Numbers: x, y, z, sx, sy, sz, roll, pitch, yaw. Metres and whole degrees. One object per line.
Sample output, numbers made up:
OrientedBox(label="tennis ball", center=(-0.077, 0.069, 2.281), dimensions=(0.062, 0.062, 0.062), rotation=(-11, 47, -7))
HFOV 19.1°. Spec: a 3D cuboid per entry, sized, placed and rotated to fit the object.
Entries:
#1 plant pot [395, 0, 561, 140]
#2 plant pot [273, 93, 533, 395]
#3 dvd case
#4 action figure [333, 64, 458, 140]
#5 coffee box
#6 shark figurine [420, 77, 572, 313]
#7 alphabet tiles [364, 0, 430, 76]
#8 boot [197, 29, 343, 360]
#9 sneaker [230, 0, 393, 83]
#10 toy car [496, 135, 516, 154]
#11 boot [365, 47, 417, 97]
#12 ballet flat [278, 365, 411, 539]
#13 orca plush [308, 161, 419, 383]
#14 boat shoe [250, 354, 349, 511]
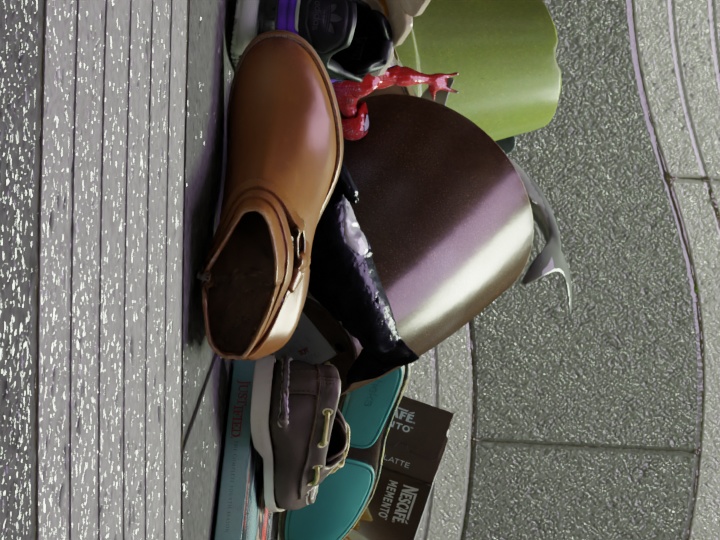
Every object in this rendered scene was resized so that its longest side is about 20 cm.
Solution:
OrientedBox(label="plant pot", center=(0.069, -0.178, 1.884), dimensions=(0.200, 0.190, 0.200), rotation=(172, -90, -73))
OrientedBox(label="plant pot", center=(0.000, 0.000, 1.548), dimensions=(0.200, 0.187, 0.187), rotation=(-49, 148, -46))
OrientedBox(label="dvd case", center=(-0.080, 0.172, 1.501), dimensions=(0.200, 0.022, 0.146), rotation=(90, 4, -58))
OrientedBox(label="action figure", center=(0.016, -0.193, 1.531), dimensions=(0.065, 0.099, 0.200), rotation=(15, -76, 51))
OrientedBox(label="coffee box", center=(0.003, 0.191, 1.857), dimensions=(0.200, 0.114, 0.080), rotation=(106, 4, -51))
OrientedBox(label="shark figurine", center=(0.094, -0.063, 1.691), dimensions=(0.128, 0.214, 0.090), rotation=(-60, 164, -13))
OrientedBox(label="alphabet tiles", center=(-0.008, -0.238, 1.427), dimensions=(0.196, 0.015, 0.200), rotation=(65, -26, 16))
OrientedBox(label="boot", center=(-0.056, -0.044, 1.278), dimensions=(0.155, 0.074, 0.200), rotation=(-38, 128, -81))
OrientedBox(label="sneaker", center=(-0.028, -0.146, 1.421), dimensions=(0.200, 0.099, 0.070), rotation=(51, 44, -85))
OrientedBox(label="toy car", center=(0.053, -0.155, 2.078), dimensions=(0.158, 0.200, 0.164), rotation=(-84, 176, -48))
OrientedBox(label="boot", center=(-0.009, -0.178, 1.621), dimensions=(0.155, 0.072, 0.200), rotation=(79, -14, -72))
OrientedBox(label="ballet flat", center=(-0.013, 0.135, 1.702), dimensions=(0.071, 0.071, 0.200), rotation=(-80, -170, -70))
OrientedBox(label="orca plush", center=(-0.042, -0.011, 1.394), dimensions=(0.105, 0.071, 0.200), rotation=(13, -52, 57))
OrientedBox(label="boat shoe", center=(-0.038, 0.116, 1.474), dimensions=(0.200, 0.059, 0.072), rotation=(85, 8, -61))
